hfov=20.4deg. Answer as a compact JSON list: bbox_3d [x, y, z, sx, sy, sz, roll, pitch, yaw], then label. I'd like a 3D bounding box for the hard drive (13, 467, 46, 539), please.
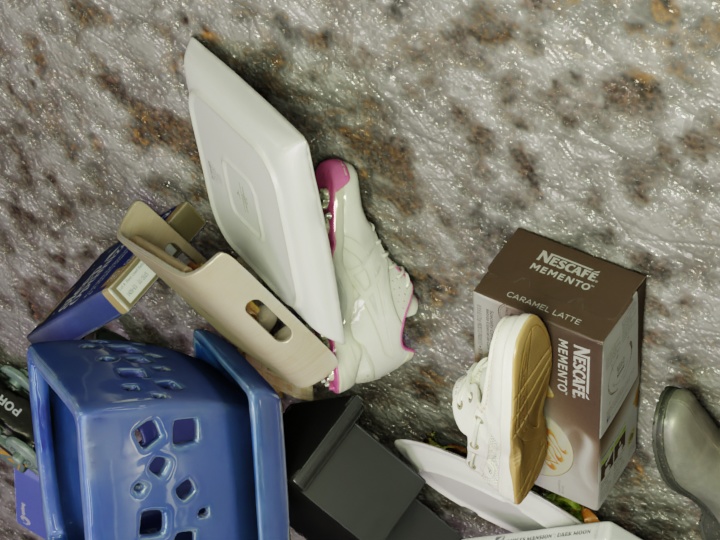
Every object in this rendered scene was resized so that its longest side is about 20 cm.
[{"bbox_3d":[-0.298,0.290,2.233,0.200,0.025,0.132,28,143,14],"label":"hard drive"}]

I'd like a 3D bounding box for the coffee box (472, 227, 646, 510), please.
[{"bbox_3d":[0.154,0.079,1.557,0.114,0.080,0.200,22,141,23],"label":"coffee box"}]

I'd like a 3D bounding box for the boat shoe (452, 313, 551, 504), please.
[{"bbox_3d":[0.099,0.100,1.499,0.069,0.071,0.200,23,142,21],"label":"boat shoe"}]

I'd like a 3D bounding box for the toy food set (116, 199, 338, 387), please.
[{"bbox_3d":[-0.108,0.012,1.639,0.144,0.060,0.200,45,171,-28],"label":"toy food set"}]

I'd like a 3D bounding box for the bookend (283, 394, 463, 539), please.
[{"bbox_3d":[0.013,0.208,1.749,0.199,0.092,0.200,40,164,-10],"label":"bookend"}]

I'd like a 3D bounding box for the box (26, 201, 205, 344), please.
[{"bbox_3d":[-0.227,0.014,1.788,0.032,0.121,0.200,46,144,-11],"label":"box"}]

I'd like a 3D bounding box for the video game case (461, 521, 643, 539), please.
[{"bbox_3d":[0.212,0.267,1.700,0.200,0.023,0.182,31,151,-31],"label":"video game case"}]

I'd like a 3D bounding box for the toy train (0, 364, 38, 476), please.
[{"bbox_3d":[-0.383,0.148,2.114,0.200,0.085,0.114,36,156,1],"label":"toy train"}]

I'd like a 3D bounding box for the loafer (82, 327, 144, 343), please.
[{"bbox_3d":[-0.182,0.117,1.921,0.063,0.072,0.200,-34,112,33],"label":"loafer"}]

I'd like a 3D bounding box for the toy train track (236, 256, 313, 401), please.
[{"bbox_3d":[-0.101,0.071,1.815,0.114,0.033,0.200,22,140,22],"label":"toy train track"}]

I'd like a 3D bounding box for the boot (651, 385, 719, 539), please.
[{"bbox_3d":[0.312,0.160,1.532,0.130,0.068,0.200,-2,135,37],"label":"boot"}]

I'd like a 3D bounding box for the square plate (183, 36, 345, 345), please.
[{"bbox_3d":[-0.082,-0.060,1.577,0.198,0.028,0.200,43,151,47],"label":"square plate"}]

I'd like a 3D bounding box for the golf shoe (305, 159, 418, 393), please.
[{"bbox_3d":[0.000,0.000,1.628,0.075,0.091,0.201,-130,34,-58],"label":"golf shoe"}]

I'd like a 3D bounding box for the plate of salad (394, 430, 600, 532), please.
[{"bbox_3d":[0.122,0.184,1.709,0.200,0.048,0.200,27,168,6],"label":"plate of salad"}]

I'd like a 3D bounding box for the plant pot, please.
[{"bbox_3d":[-0.165,0.162,1.664,0.200,0.179,0.201,-144,47,-64],"label":"plant pot"}]
